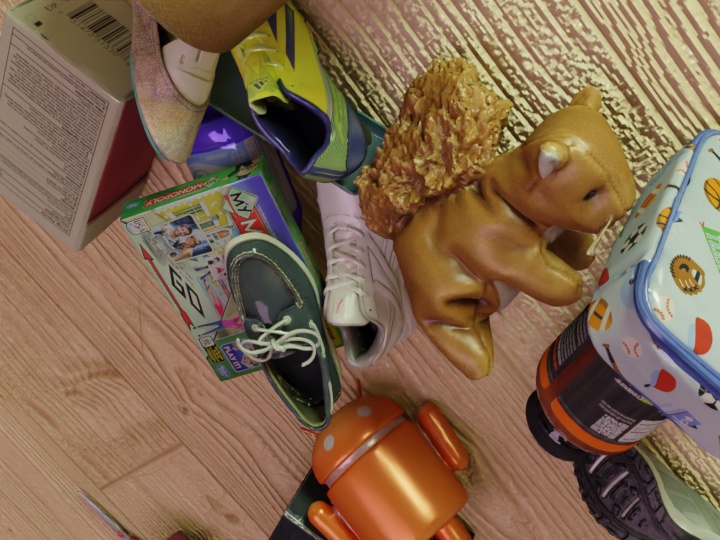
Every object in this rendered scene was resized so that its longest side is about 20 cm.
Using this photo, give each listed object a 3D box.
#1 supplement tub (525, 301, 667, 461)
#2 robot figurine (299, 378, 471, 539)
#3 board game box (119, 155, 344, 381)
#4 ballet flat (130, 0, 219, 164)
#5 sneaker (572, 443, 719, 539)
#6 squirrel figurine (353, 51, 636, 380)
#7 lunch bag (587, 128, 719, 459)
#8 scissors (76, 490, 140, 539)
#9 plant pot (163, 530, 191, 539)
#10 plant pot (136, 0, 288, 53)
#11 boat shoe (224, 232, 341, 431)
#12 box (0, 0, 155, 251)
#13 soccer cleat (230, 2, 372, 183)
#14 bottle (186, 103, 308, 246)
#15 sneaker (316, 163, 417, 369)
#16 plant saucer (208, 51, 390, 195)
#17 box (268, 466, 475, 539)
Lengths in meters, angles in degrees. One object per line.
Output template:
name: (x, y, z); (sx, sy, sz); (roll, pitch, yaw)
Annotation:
supplement tub: (0.207, 0.074, 0.707); (0.106, 0.107, 0.201); (35, 136, 3)
robot figurine: (0.027, 0.212, 0.893); (0.201, 0.116, 0.144); (51, 128, 14)
board game box: (-0.107, 0.006, 0.800); (0.132, 0.029, 0.202); (-16, 127, 13)
ballet flat: (-0.145, -0.188, 0.705); (0.066, 0.068, 0.205); (-16, 80, 27)
sneaker: (0.269, 0.215, 0.800); (0.200, 0.079, 0.074); (47, 118, 16)
squirrel figurine: (0.095, -0.060, 0.650); (0.200, 0.141, 0.187); (44, 141, 5)
lunch bag: (0.244, 0.011, 0.585); (0.159, 0.201, 0.076); (38, 147, -2)
scissors: (-0.351, 0.404, 1.345); (0.198, 0.014, 0.074); (33, 135, 4)
plant pot: (-0.243, 0.468, 1.222); (0.180, 0.199, 0.201); (49, 134, 11)
plant pot: (-0.059, -0.275, 0.582); (0.197, 0.187, 0.188); (-23, 110, 26)
boat shoe: (-0.067, 0.059, 0.783); (0.073, 0.063, 0.203); (-11, 128, 8)
box: (-0.257, -0.142, 0.827); (0.127, 0.109, 0.201); (37, 134, 1)
soccer cleat: (-0.067, -0.155, 0.696); (0.065, 0.083, 0.202); (-45, 74, 36)
bottle: (-0.096, -0.054, 0.824); (0.082, 0.066, 0.203); (-6, 119, 27)
sneaker: (0.000, 0.000, 0.783); (0.076, 0.100, 0.204); (0, 123, 29)
plant saucer: (-0.067, -0.135, 0.748); (0.198, 0.070, 0.019); (32, 158, 10)
box: (-0.008, 0.331, 1.012); (0.194, 0.124, 0.202); (32, 134, 4)
